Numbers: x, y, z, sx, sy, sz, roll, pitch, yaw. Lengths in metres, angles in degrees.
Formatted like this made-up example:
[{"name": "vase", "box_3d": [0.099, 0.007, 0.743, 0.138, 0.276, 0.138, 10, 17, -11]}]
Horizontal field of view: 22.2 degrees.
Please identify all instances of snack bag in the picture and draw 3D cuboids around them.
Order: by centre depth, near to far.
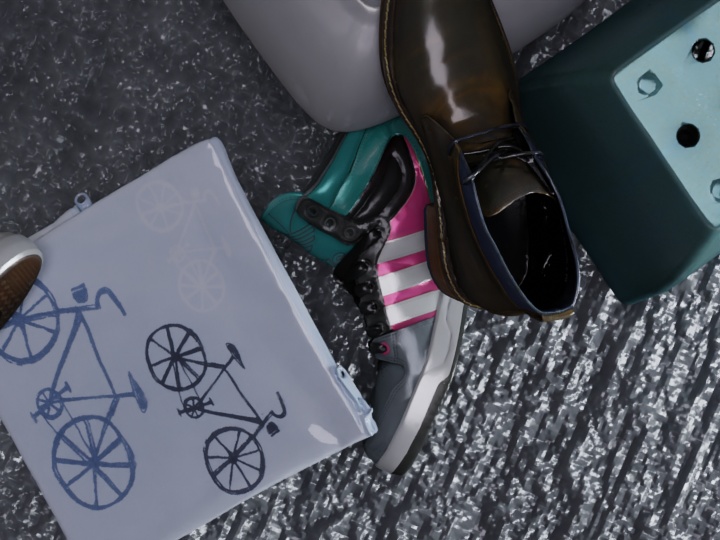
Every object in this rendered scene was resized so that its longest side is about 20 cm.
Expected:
[{"name": "snack bag", "box_3d": [-0.113, 0.046, 0.994, 0.199, 0.021, 0.190, -30, 89, 18]}]

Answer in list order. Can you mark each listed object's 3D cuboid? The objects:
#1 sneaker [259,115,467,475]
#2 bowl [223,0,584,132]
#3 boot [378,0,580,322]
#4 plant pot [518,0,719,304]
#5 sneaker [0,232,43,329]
[{"name": "sneaker", "box_3d": [0.000, 0.000, 0.993, 0.120, 0.084, 0.202, 15, 82, -7]}, {"name": "bowl", "box_3d": [0.016, -0.199, 0.971, 0.199, 0.075, 0.201, -30, 80, -15]}, {"name": "boot", "box_3d": [0.066, -0.069, 0.900, 0.074, 0.097, 0.202, -20, 111, -19]}, {"name": "plant pot", "box_3d": [0.170, -0.076, 0.942, 0.141, 0.200, 0.142, -35, 91, -1]}, {"name": "sneaker", "box_3d": [-0.262, 0.031, 0.982, 0.200, 0.073, 0.085, -40, 78, 10]}]
